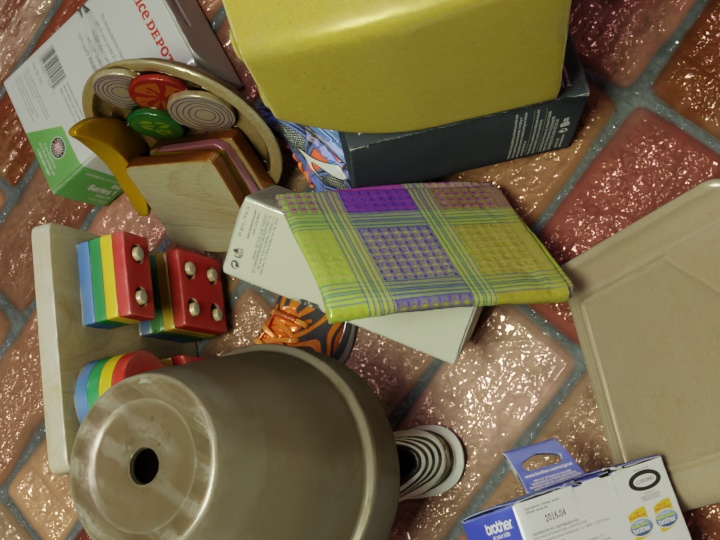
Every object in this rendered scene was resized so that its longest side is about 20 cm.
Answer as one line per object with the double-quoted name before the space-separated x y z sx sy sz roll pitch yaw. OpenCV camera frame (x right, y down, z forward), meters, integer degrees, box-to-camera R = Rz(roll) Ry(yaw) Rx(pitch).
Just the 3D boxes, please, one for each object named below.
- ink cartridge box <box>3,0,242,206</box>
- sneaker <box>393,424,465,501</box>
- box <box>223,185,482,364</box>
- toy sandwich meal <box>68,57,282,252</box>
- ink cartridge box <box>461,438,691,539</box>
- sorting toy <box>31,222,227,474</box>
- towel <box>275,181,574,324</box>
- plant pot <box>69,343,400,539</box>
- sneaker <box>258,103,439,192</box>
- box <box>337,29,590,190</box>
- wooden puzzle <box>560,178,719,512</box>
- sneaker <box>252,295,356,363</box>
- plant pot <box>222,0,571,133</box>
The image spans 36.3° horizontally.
"ink cartridge box" -0.232 -0.181 1.064 0.200 0.084 0.146 -36 67 19
"sneaker" -0.027 0.168 0.879 0.200 0.115 0.076 -23 72 24
"box" 0.000 0.000 0.872 0.200 0.082 0.068 22 106 11
"toy sandwich meal" -0.158 -0.097 0.952 0.205 0.205 0.070 0 54 29
"ink cartridge box" 0.160 0.211 0.745 0.076 0.136 0.200 -37 66 57
"sorting toy" -0.178 0.068 0.930 0.070 0.200 0.199 -14 76 22
"towel" 0.049 -0.016 0.818 0.144 0.200 0.023 -118 32 -44
"plant pot" -0.097 0.140 0.754 0.200 0.174 0.200 -6 76 26
"sneaker" -0.023 -0.085 0.944 0.200 0.075 0.078 36 102 30
"box" 0.057 -0.184 0.859 0.182 0.104 0.200 -12 74 -2
"wooden puzzle" 0.229 0.060 0.767 0.185 0.037 0.200 -38 64 54
"sneaker" -0.072 0.073 0.920 0.078 0.112 0.200 16 89 29
"plant pot" 0.007 -0.199 0.718 0.200 0.196 0.194 -19 75 2
